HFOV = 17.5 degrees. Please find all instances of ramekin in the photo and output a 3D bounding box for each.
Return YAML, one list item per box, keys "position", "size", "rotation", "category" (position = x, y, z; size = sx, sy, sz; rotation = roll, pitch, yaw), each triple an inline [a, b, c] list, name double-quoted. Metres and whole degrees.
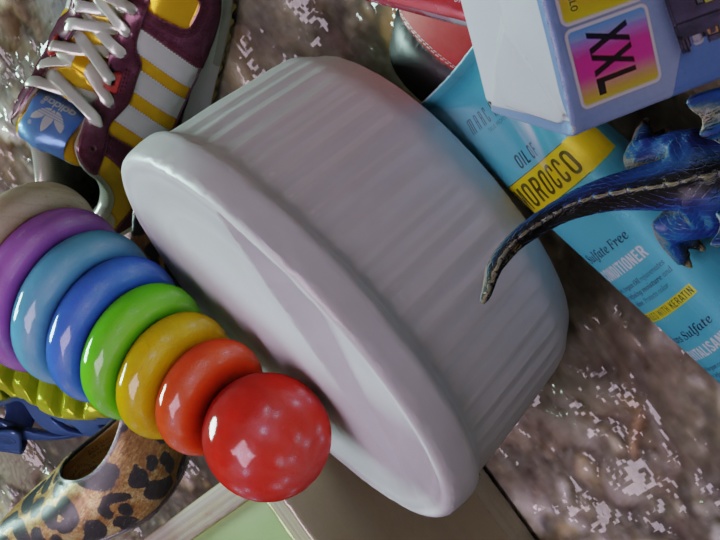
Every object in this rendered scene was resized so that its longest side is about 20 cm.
- position: [0.000, 0.000, 0.976]
  size: [0.202, 0.094, 0.202]
  rotation: [45, 166, 15]
  category: "ramekin"

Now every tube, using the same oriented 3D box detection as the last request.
- position: [0.111, -0.014, 0.902]
  size: [0.200, 0.050, 0.077]
  rotation: [41, 149, -3]
  category: "tube"

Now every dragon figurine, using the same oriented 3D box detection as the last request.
- position: [0.141, -0.036, 0.825]
  size: [0.099, 0.200, 0.059]
  rotation: [156, 103, -78]
  category: "dragon figurine"

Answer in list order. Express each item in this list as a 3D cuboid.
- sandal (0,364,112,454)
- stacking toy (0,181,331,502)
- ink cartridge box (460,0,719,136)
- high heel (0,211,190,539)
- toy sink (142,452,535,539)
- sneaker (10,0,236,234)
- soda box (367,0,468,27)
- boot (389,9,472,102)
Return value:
- position: [-0.158, 0.059, 1.246]
  size: [0.200, 0.080, 0.087]
  rotation: [-2, 151, 38]
  category: "sandal"
- position: [-0.089, 0.038, 1.013]
  size: [0.200, 0.085, 0.085]
  rotation: [32, 134, 33]
  category: "stacking toy"
- position: [0.125, -0.142, 0.751]
  size: [0.076, 0.200, 0.136]
  rotation: [30, 140, 65]
  category: "ink cartridge box"
- position: [-0.126, 0.048, 1.122]
  size: [0.200, 0.071, 0.143]
  rotation: [-32, 112, 9]
  category: "high heel"
- position: [0.009, 0.168, 1.110]
  size: [0.200, 0.112, 0.130]
  rotation: [54, 140, 2]
  category: "toy sink"
- position: [-0.114, -0.094, 1.074]
  size: [0.075, 0.090, 0.200]
  rotation: [29, 134, 28]
  category: "sneaker"
- position: [0.057, -0.183, 0.803]
  size: [0.070, 0.063, 0.200]
  rotation: [18, 100, 32]
  category: "soda box"
- position: [0.094, -0.089, 0.897]
  size: [0.200, 0.072, 0.144]
  rotation: [27, 140, 29]
  category: "boot"
